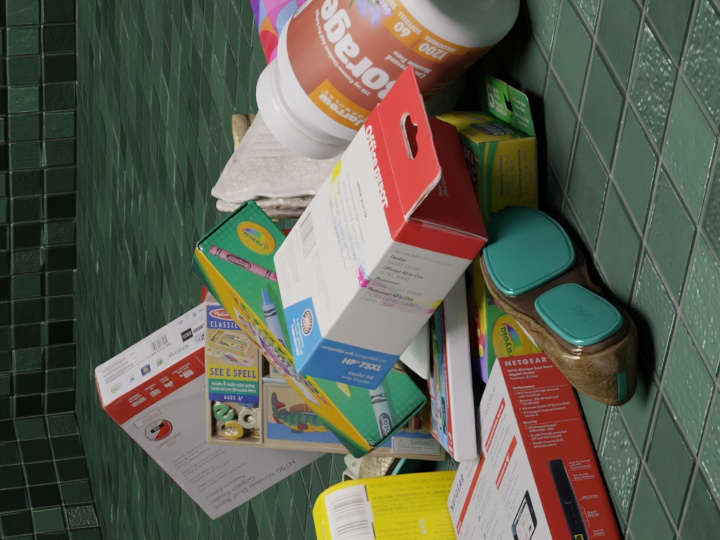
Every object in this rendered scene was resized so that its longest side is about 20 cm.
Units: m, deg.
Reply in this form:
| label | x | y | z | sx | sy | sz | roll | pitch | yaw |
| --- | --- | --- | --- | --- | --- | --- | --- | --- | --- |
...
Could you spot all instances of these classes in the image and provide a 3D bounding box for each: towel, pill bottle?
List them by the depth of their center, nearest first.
| label | x | y | z | sx | sy | sz | roll | pitch | yaw |
| --- | --- | --- | --- | --- | --- | --- | --- | --- | --- |
| pill bottle | 0.013 | -0.161 | 1.574 | 0.200 | 0.112 | 0.112 | -39 | 54 | 45 |
| towel | -0.020 | -0.100 | 1.700 | 0.200 | 0.034 | 0.133 | -2 | 50 | 41 |

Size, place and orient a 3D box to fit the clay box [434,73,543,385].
| label | x | y | z | sx | sy | sz | roll | pitch | yaw |
| --- | --- | --- | --- | --- | --- | --- | --- | --- | --- |
| clay box | 0.089 | -0.032 | 1.574 | 0.115 | 0.047 | 0.201 | -136 | 40 | -71 |

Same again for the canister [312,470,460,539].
| label | x | y | z | sx | sy | sz | roll | pitch | yaw |
| --- | --- | --- | --- | --- | --- | --- | --- | --- | --- |
| canister | 0.049 | 0.255 | 1.658 | 0.087 | 0.148 | 0.200 | 107 | 155 | -57 |

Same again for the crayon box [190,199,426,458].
| label | x | y | z | sx | sy | sz | roll | pitch | yaw |
| --- | --- | --- | --- | --- | --- | --- | --- | --- | --- |
| crayon box | -0.041 | 0.046 | 1.681 | 0.200 | 0.058 | 0.119 | 49 | 170 | 2 |

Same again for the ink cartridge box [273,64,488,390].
| label | x | y | z | sx | sy | sz | roll | pitch | yaw |
| --- | --- | --- | --- | --- | --- | --- | --- | --- | --- |
| ink cartridge box | 0.020 | -0.028 | 1.524 | 0.200 | 0.067 | 0.116 | -54 | 34 | 36 |

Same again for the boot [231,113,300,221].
| label | x | y | z | sx | sy | sz | roll | pitch | yaw |
| --- | --- | --- | --- | --- | --- | --- | --- | --- | --- |
| boot | -0.022 | -0.041 | 1.802 | 0.073 | 0.155 | 0.201 | 129 | 133 | -70 |

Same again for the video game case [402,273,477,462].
| label | x | y | z | sx | sy | sz | roll | pitch | yaw |
| --- | --- | --- | --- | --- | --- | --- | --- | --- | --- |
| video game case | 0.053 | 0.050 | 1.641 | 0.200 | 0.017 | 0.143 | -138 | 44 | -78 |

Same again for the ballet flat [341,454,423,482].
| label | x | y | z | sx | sy | sz | roll | pitch | yaw |
| --- | --- | --- | --- | --- | --- | --- | --- | --- | --- |
| ballet flat | 0.012 | 0.182 | 1.916 | 0.065 | 0.070 | 0.200 | 37 | 143 | 20 |

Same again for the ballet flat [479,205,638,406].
| label | x | y | z | sx | sy | sz | roll | pitch | yaw |
| --- | --- | --- | --- | --- | --- | --- | --- | --- | --- |
| ballet flat | 0.130 | 0.029 | 1.438 | 0.200 | 0.068 | 0.072 | 52 | 164 | 59 |

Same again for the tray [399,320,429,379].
| label | x | y | z | sx | sy | sz | roll | pitch | yaw |
| --- | --- | --- | --- | --- | --- | --- | --- | --- | --- |
| tray | 0.000 | 0.000 | 1.671 | 0.200 | 0.022 | 0.108 | -142 | 44 | -59 |

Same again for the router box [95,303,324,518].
| label | x | y | z | sx | sy | sz | roll | pitch | yaw |
| --- | --- | --- | --- | --- | --- | --- | --- | --- | --- |
| router box | -0.091 | 0.099 | 1.885 | 0.180 | 0.200 | 0.049 | 51 | -169 | -41 |

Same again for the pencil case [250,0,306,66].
| label | x | y | z | sx | sy | sz | roll | pitch | yaw |
| --- | --- | --- | --- | --- | --- | --- | --- | --- | --- |
| pencil case | -0.054 | -0.220 | 2.018 | 0.088 | 0.088 | 0.200 | 107 | 152 | -57 |

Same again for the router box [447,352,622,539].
| label | x | y | z | sx | sy | sz | roll | pitch | yaw |
| --- | --- | --- | --- | --- | --- | --- | --- | --- | --- |
| router box | 0.119 | 0.184 | 1.542 | 0.200 | 0.049 | 0.180 | 104 | 156 | -54 |

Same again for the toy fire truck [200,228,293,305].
| label | x | y | z | sx | sy | sz | roll | pitch | yaw |
| --- | --- | --- | --- | --- | --- | --- | --- | --- | --- |
| toy fire truck | -0.063 | 0.030 | 1.969 | 0.200 | 0.167 | 0.112 | 101 | 158 | -50 |

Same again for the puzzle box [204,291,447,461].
| label | x | y | z | sx | sy | sz | roll | pitch | yaw |
| --- | --- | --- | --- | --- | --- | --- | --- | --- | --- |
| puzzle box | -0.025 | 0.084 | 1.789 | 0.025 | 0.199 | 0.133 | -76 | -12 | -63 |
